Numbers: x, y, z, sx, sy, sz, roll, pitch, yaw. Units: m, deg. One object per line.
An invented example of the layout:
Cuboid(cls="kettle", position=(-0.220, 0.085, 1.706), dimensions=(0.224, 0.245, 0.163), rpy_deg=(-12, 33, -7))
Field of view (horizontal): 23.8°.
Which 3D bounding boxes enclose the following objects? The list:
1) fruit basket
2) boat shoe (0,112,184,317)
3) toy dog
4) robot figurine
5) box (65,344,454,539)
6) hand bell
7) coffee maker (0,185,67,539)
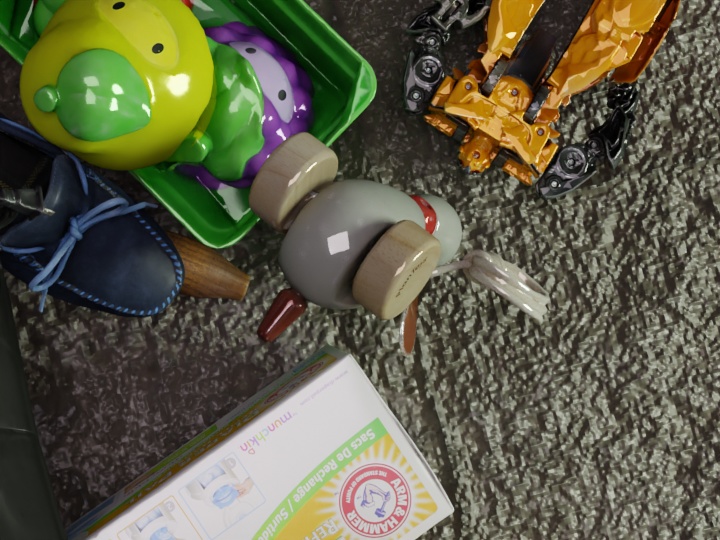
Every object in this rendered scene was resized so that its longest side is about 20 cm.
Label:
Cuboid(cls="fruit basket", position=(-0.108, -0.117, 0.911), dimensions=(0.216, 0.216, 0.156), rpy_deg=(44, 84, 2))
Cuboid(cls="boat shoe", position=(-0.175, -0.030, 0.887), dimensions=(0.199, 0.069, 0.085), rpy_deg=(29, 85, -25))
Cuboid(cls="toy dog", position=(0.000, 0.000, 0.910), dimensions=(0.097, 0.200, 0.132), rpy_deg=(-51, 55, 10))
Cuboid(cls="robot figurine", position=(0.112, -0.139, 0.996), dimensions=(0.144, 0.058, 0.201), rpy_deg=(32, 83, 1))
Cuboid(cls="box", position=(-0.063, 0.138, 0.929), dimensions=(0.199, 0.112, 0.102), rpy_deg=(-35, 94, -6))
Cuboid(cls="hand bell", position=(-0.156, -0.025, 0.968), dimensions=(0.198, 0.104, 0.105), rpy_deg=(20, 84, -13))
Cuboid(cls="coffee maker", position=(-0.210, 0.095, 0.815), dimensions=(0.134, 0.192, 0.201), rpy_deg=(-6, 66, -34))
